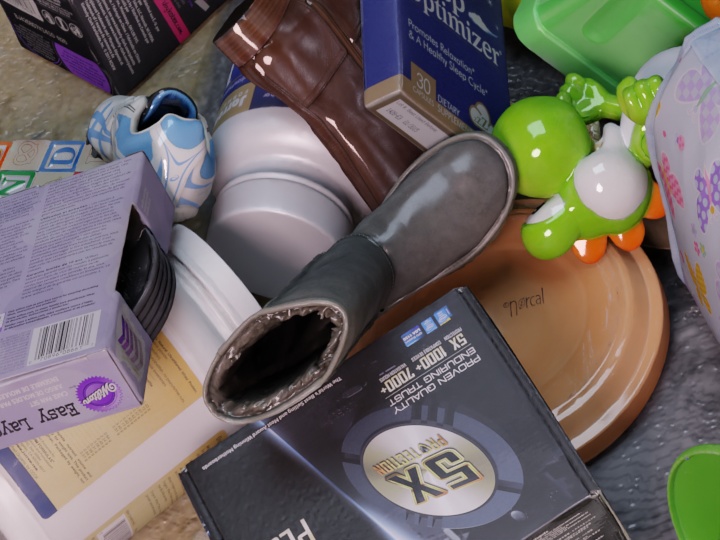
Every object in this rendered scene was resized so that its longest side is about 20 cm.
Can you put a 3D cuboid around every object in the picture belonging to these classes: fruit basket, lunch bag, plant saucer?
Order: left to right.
[{"bbox_3d":[0.086,0.039,1.563,0.199,0.032,0.201,-11,53,14],"label":"plant saucer"},{"bbox_3d":[0.170,-0.190,1.697,0.216,0.155,0.216,-51,13,16],"label":"fruit basket"},{"bbox_3d":[0.245,-0.024,1.453,0.127,0.200,0.170,-26,45,-2],"label":"lunch bag"}]

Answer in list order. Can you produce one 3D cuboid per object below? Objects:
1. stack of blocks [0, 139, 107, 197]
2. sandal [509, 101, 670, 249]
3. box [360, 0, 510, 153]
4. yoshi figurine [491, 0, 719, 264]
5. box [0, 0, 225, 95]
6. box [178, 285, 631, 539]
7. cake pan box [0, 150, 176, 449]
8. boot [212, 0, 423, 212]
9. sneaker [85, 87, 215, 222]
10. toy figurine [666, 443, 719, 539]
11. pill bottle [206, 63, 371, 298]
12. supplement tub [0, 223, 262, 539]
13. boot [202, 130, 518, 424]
[{"bbox_3d":[-0.225,0.008,1.704,0.115,0.059,0.201,1,51,22],"label":"stack of blocks"},{"bbox_3d":[0.137,-0.068,1.642,0.211,0.078,0.070,19,28,25],"label":"sandal"},{"bbox_3d":[0.044,-0.159,1.591,0.032,0.121,0.201,-24,52,29],"label":"box"},{"bbox_3d":[0.156,-0.097,1.537,0.200,0.112,0.112,-43,57,4],"label":"yoshi figurine"},{"bbox_3d":[-0.158,-0.240,1.864,0.122,0.106,0.200,28,64,37],"label":"box"},{"bbox_3d":[0.024,0.135,1.450,0.200,0.086,0.164,-32,54,2],"label":"box"},{"bbox_3d":[-0.204,0.026,1.487,0.199,0.052,0.185,-19,37,16],"label":"cake pan box"},{"bbox_3d":[0.020,-0.121,1.608,0.064,0.200,0.187,-30,19,51],"label":"boot"},{"bbox_3d":[-0.127,-0.085,1.639,0.073,0.072,0.200,-67,18,9],"label":"sneaker"},{"bbox_3d":[0.295,0.122,1.373,0.184,0.150,0.200,-36,69,-24],"label":"toy figurine"},{"bbox_3d":[-0.035,-0.087,1.671,0.119,0.120,0.201,-2,50,19],"label":"pill bottle"},{"bbox_3d":[-0.152,0.079,1.554,0.200,0.145,0.144,-38,48,-14],"label":"supplement tub"},{"bbox_3d":[0.002,0.001,1.458,0.073,0.200,0.182,45,105,7],"label":"boot"}]
